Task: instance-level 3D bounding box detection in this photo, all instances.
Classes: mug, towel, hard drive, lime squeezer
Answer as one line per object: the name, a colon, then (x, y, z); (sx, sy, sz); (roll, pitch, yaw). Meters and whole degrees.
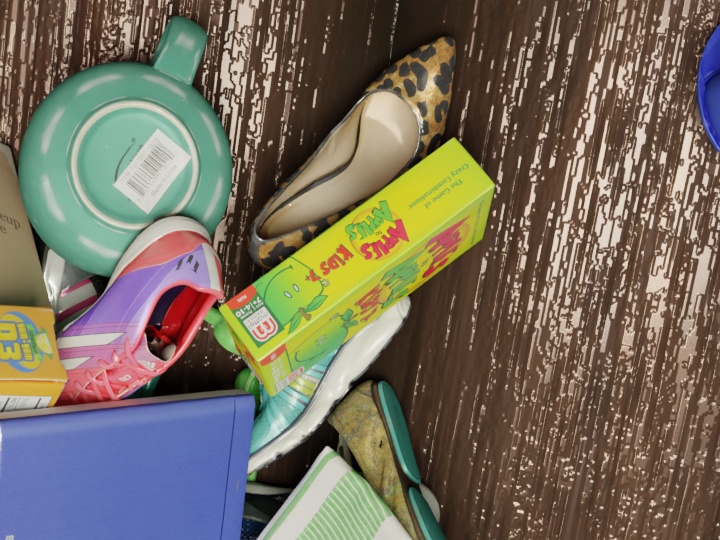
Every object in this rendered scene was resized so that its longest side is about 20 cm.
mug: (-0.170, -0.088, 0.834); (0.150, 0.114, 0.187); (-9, 94, -17)
towel: (-0.010, 0.240, 0.796); (0.153, 0.023, 0.200); (-54, 49, 14)
hard drive: (-0.163, 0.155, 0.792); (0.025, 0.199, 0.134); (16, 102, 45)
lime squeezer: (-0.105, 0.080, 0.922); (0.070, 0.038, 0.202); (-22, 98, 12)

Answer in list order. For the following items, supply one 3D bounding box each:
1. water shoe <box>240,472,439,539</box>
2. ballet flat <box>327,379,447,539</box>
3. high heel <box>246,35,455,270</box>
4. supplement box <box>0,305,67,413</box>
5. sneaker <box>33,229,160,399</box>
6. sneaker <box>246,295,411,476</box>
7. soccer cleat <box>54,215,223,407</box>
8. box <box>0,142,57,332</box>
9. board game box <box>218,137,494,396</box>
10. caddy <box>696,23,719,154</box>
water shoe: (-0.036, 0.209, 0.909); (0.198, 0.079, 0.072); (-5, 111, 9)
ballet flat: (0.021, 0.172, 0.856); (0.070, 0.201, 0.071); (-12, 139, -11)
high heel: (-0.002, -0.083, 0.817); (0.071, 0.142, 0.201); (38, 105, 12)
supplement box: (-0.267, 0.108, 0.799); (0.200, 0.068, 0.067); (-52, 46, 34)
sneaker: (-0.201, 0.045, 0.911); (0.120, 0.083, 0.202); (10, 69, -29)
sneaker: (-0.046, 0.076, 0.894); (0.079, 0.078, 0.201); (39, 91, 1)
soccer cleat: (-0.163, 0.056, 0.792); (0.068, 0.073, 0.200); (24, 113, -41)
box: (-0.297, -0.013, 0.856); (0.077, 0.095, 0.201); (-34, 59, 18)
board game box: (0.000, 0.000, 0.815); (0.199, 0.102, 0.048); (-36, 74, -11)
caddy: (0.327, -0.111, 0.783); (0.199, 0.105, 0.142); (31, 82, 3)
